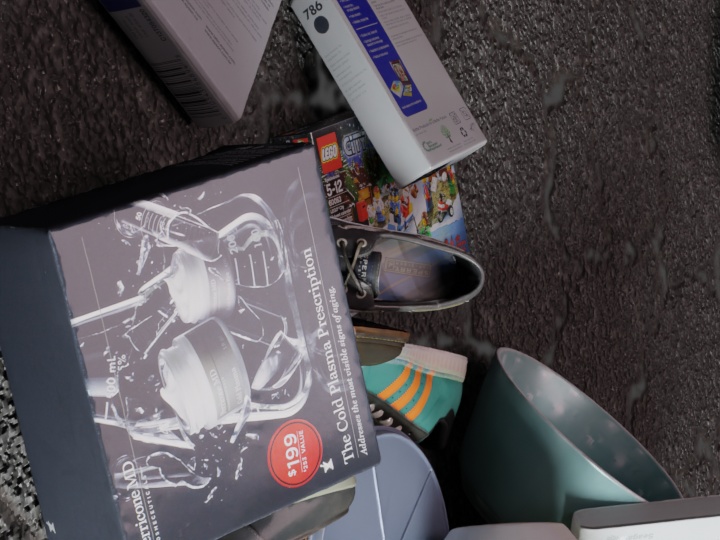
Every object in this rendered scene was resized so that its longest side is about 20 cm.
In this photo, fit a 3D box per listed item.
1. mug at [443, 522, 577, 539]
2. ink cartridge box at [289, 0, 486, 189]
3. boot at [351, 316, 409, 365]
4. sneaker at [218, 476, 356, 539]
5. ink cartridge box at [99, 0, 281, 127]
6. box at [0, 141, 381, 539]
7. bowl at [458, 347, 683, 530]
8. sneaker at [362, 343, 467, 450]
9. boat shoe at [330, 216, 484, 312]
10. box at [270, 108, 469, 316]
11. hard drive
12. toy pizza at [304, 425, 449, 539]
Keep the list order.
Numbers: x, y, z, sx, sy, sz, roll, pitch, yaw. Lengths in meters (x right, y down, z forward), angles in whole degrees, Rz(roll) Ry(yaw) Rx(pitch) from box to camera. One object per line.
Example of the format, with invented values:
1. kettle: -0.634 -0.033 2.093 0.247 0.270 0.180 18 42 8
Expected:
1. mug: 0.104 0.263 1.298 0.148 0.187 0.155 0 79 -14
2. ink cartridge box: 0.013 -0.163 1.341 0.099 0.039 0.201 -26 87 -56
3. boot: -0.054 0.079 1.193 0.198 0.074 0.098 -1 97 -35
4. sneaker: -0.082 0.192 1.103 0.198 0.075 0.107 -20 101 -28
5. ink cartridge box: -0.115 -0.232 1.178 0.197 0.043 0.202 52 41 -42
6. box: -0.103 0.045 1.047 0.181 0.104 0.202 -21 105 -33
7. bowl: 0.156 0.166 1.464 0.105 0.201 0.200 -50 148 13
8. sneaker: 0.015 0.093 1.321 0.199 0.071 0.081 12 81 -53
9. boat shoe: 0.000 0.000 1.248 0.198 0.066 0.071 9 88 -33
10. box: 0.012 -0.054 1.364 0.200 0.037 0.138 -28 110 -56
11. hard drive: 0.219 0.267 1.412 0.026 0.130 0.202 -112 -158 -56
12. toy pizza: 0.007 0.211 1.273 0.200 0.031 0.203 8 80 -60
